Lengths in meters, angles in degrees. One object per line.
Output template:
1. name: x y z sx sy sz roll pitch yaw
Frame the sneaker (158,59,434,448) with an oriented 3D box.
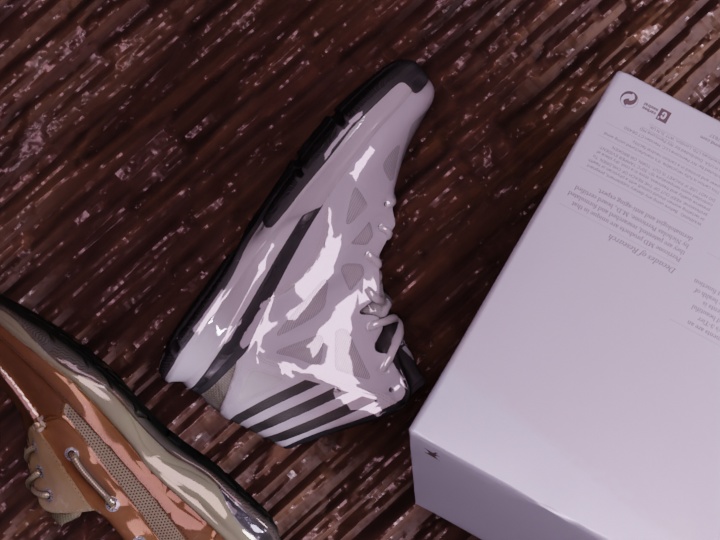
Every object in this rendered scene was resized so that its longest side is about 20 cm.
1. sneaker: 0.000 0.000 1.437 0.115 0.076 0.201 35 95 -8

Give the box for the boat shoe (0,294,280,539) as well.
1. boat shoe: -0.131 0.093 1.421 0.200 0.076 0.074 42 90 2

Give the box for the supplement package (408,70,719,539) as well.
1. supplement package: 0.136 0.045 1.363 0.152 0.151 0.200 29 76 10
